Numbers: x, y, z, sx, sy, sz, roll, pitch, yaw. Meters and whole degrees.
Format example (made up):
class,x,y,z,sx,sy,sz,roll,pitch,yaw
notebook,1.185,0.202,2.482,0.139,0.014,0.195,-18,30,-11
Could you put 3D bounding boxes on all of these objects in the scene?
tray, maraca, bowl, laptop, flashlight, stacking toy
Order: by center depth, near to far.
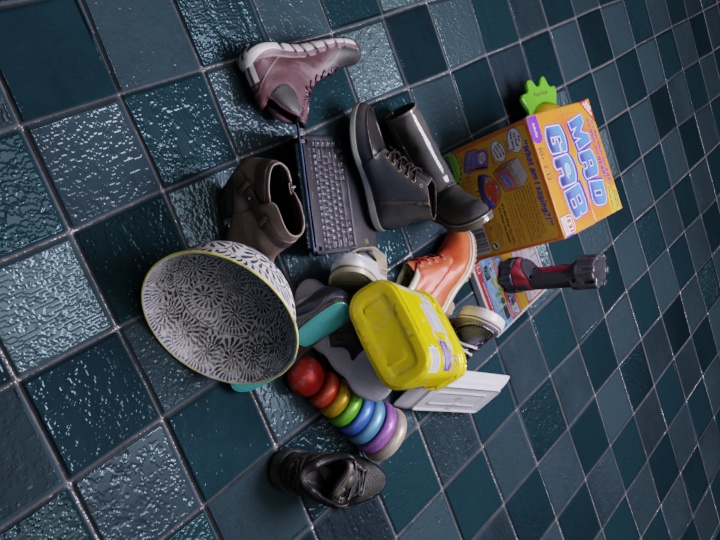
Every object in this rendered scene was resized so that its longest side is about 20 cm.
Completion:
class,x,y,z,sx,sy,sz,roll,pitch,yaw
bowl,-0.156,0.035,0.801,0.202,0.198,0.095,53,33,-22
stacking toy,-0.024,0.190,0.947,0.200,0.085,0.086,42,61,-23
laptop,-0.030,-0.118,0.952,0.197,0.102,0.182,-8,91,-40
tray,0.156,0.205,1.080,0.197,0.108,0.022,12,42,-38
flashlight,0.342,0.002,1.167,0.067,0.198,0.069,-18,96,-40
maraca,0.370,-0.280,1.301,0.136,0.106,0.204,-23,100,-38

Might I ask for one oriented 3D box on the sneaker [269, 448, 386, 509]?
class,x,y,z,sx,sy,sz,roll,pitch,yaw
sneaker,-0.020,0.296,0.915,0.197,0.113,0.078,26,72,-37

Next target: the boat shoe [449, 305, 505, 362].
class,x,y,z,sx,sy,sz,roll,pitch,yaw
boat shoe,0.165,0.121,1.043,0.073,0.200,0.094,25,74,-1

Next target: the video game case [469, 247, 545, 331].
class,x,y,z,sx,sy,sz,roll,pitch,yaw
video game case,0.288,0.015,1.261,0.199,0.017,0.145,-34,108,-37

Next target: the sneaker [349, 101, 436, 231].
class,x,y,z,sx,sy,sz,roll,pitch,yaw
sneaker,0.054,-0.166,1.010,0.075,0.104,0.204,-48,126,-58

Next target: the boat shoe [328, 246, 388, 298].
class,x,y,z,sx,sy,sz,roll,pitch,yaw
boat shoe,0.000,0.000,0.942,0.200,0.073,0.070,58,37,-74

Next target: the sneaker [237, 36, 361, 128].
class,x,y,z,sx,sy,sz,roll,pitch,yaw
sneaker,-0.075,-0.265,0.944,0.197,0.075,0.118,-16,88,-30

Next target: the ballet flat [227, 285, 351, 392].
class,x,y,z,sx,sy,sz,roll,pitch,yaw
ballet flat,-0.098,0.086,0.885,0.198,0.073,0.074,-35,111,1

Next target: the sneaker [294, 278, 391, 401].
class,x,y,z,sx,sy,sz,roll,pitch,yaw
sneaker,-0.017,0.098,0.962,0.201,0.075,0.114,51,11,9

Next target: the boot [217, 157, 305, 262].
class,x,y,z,sx,sy,sz,roll,pitch,yaw
boot,-0.121,-0.041,0.839,0.070,0.145,0.204,-26,103,-39

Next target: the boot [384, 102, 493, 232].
class,x,y,z,sx,sy,sz,roll,pitch,yaw
boot,0.122,-0.168,1.049,0.072,0.181,0.203,-29,111,-19

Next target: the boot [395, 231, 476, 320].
class,x,y,z,sx,sy,sz,roll,pitch,yaw
boot,0.124,-0.005,1.094,0.107,0.074,0.202,39,63,-25

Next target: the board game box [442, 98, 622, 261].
class,x,y,z,sx,sy,sz,roll,pitch,yaw
board game box,0.302,-0.157,1.161,0.198,0.198,0.204,-22,94,-38

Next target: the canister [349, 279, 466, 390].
class,x,y,z,sx,sy,sz,roll,pitch,yaw
canister,0.069,0.093,0.911,0.151,0.086,0.199,63,15,17
